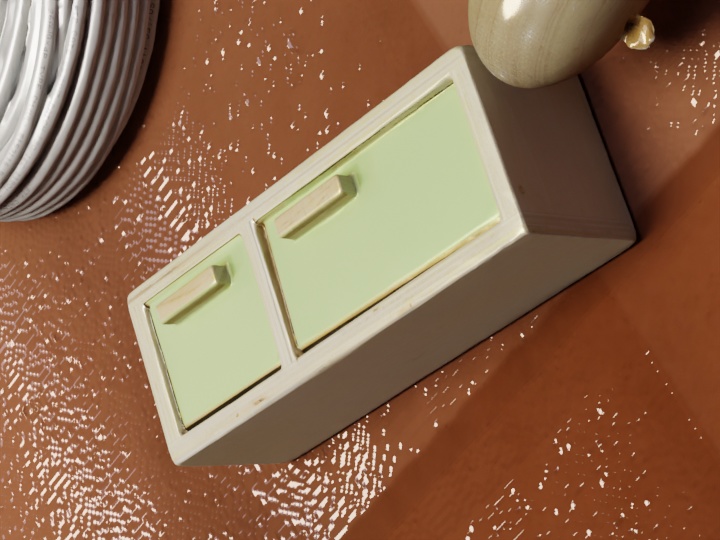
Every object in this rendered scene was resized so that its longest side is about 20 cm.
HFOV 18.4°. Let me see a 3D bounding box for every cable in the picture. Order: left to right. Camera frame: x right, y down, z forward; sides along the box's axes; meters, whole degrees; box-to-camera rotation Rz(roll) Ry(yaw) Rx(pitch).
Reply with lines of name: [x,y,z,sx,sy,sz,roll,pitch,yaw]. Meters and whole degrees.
cable: [-0.174,-0.120,1.013,0.199,0.069,0.201,1,89,46]

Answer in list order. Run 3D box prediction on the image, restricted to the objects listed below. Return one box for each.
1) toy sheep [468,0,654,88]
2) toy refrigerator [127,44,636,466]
toy sheep: [0.067,-0.159,0.729,0.138,0.138,0.201,21,112,43]
toy refrigerator: [0.000,0.000,0.831,0.200,0.070,0.076,-34,65,39]
